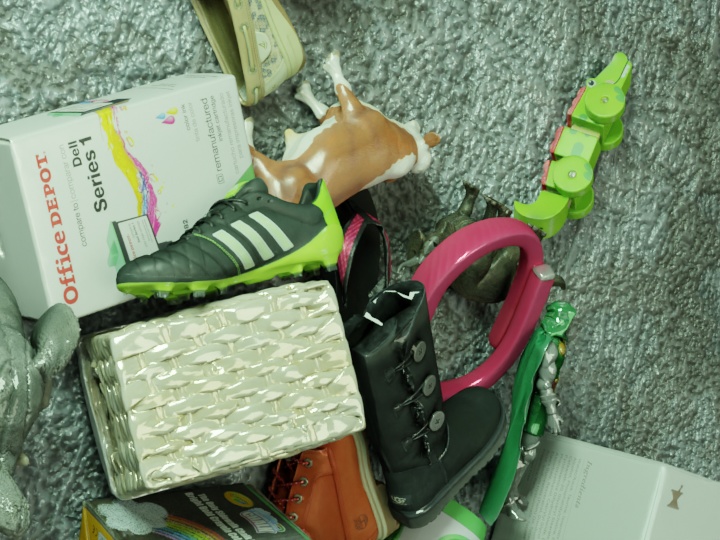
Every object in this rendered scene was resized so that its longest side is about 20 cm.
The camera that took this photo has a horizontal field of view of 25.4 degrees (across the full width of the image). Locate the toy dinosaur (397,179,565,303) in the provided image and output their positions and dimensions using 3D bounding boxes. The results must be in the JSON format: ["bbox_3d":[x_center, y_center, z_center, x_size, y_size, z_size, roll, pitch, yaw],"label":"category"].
[{"bbox_3d":[0.108,-0.014,1.462,0.199,0.077,0.103,29,96,-45],"label":"toy dinosaur"}]

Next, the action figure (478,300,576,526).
[{"bbox_3d":[0.159,0.124,1.453,0.054,0.118,0.203,14,104,3],"label":"action figure"}]

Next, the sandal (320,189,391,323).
[{"bbox_3d":[0.000,0.000,1.354,0.075,0.045,0.203,16,62,-40],"label":"sandal"}]

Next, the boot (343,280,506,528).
[{"bbox_3d":[0.056,0.091,1.353,0.165,0.065,0.202,-51,134,-41],"label":"boot"}]

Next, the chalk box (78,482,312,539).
[{"bbox_3d":[-0.116,0.254,1.273,0.198,0.125,0.126,-1,110,-34],"label":"chalk box"}]

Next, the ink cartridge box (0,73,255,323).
[{"bbox_3d":[-0.184,-0.057,1.228,0.198,0.084,0.147,-21,107,-33],"label":"ink cartridge box"}]

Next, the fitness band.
[{"bbox_3d":[0.095,0.042,1.410,0.142,0.038,0.202,-8,132,-34],"label":"fitness band"}]

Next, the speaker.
[{"bbox_3d":[0.034,0.298,1.422,0.088,0.088,0.201,41,72,-31],"label":"speaker"}]

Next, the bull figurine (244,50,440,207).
[{"bbox_3d":[-0.025,-0.104,1.329,0.199,0.065,0.122,-35,85,-35],"label":"bull figurine"}]

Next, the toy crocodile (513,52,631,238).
[{"bbox_3d":[0.208,-0.119,1.521,0.202,0.061,0.068,-64,163,-15],"label":"toy crocodile"}]

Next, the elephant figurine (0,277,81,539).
[{"bbox_3d":[-0.260,0.071,1.116,0.141,0.199,0.157,-35,113,-27],"label":"elephant figurine"}]

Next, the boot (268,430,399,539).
[{"bbox_3d":[-0.045,0.169,1.362,0.107,0.075,0.202,-32,113,-23],"label":"boot"}]

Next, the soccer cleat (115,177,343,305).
[{"bbox_3d":[-0.101,-0.024,1.209,0.198,0.067,0.082,-12,89,-36],"label":"soccer cleat"}]

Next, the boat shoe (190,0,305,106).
[{"bbox_3d":[-0.113,-0.225,1.269,0.063,0.073,0.201,-43,120,-21],"label":"boat shoe"}]

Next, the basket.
[{"bbox_3d":[-0.105,0.088,1.236,0.198,0.123,0.137,-14,87,-20],"label":"basket"}]

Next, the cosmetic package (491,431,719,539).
[{"bbox_3d":[0.248,0.260,1.500,0.166,0.199,0.168,21,83,-34],"label":"cosmetic package"}]
